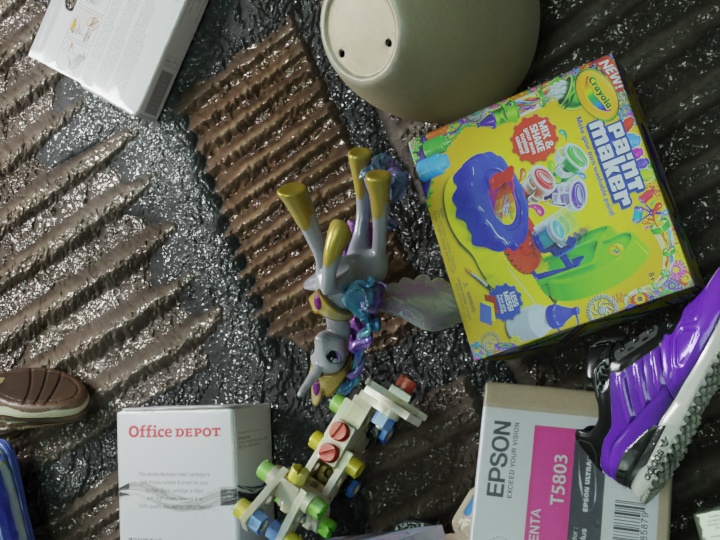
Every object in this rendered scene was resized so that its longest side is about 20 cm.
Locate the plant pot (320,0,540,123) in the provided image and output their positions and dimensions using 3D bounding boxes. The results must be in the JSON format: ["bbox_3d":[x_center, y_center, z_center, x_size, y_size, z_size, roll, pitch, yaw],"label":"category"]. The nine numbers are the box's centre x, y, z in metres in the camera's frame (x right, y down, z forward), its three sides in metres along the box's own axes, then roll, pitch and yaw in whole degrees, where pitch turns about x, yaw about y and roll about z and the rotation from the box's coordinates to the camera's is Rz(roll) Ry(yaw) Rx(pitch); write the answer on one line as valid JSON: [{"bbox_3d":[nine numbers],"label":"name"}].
[{"bbox_3d":[0.041,-0.223,0.915,0.199,0.134,0.203,17,117,38],"label":"plant pot"}]

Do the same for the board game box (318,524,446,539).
[{"bbox_3d":[-0.056,0.272,0.889,0.199,0.198,0.042,-26,76,53],"label":"board game box"}]

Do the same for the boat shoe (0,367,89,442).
[{"bbox_3d":[-0.398,0.159,1.178,0.200,0.075,0.076,4,123,18],"label":"boat shoe"}]

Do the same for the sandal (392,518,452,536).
[{"bbox_3d":[0.109,0.302,0.938,0.200,0.048,0.076,35,99,12],"label":"sandal"}]

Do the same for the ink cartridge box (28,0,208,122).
[{"bbox_3d":[-0.265,-0.295,1.152,0.175,0.045,0.202,29,98,23],"label":"ink cartridge box"}]

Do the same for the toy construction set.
[{"bbox_3d":[-0.023,0.168,0.949,0.200,0.131,0.092,-46,66,2],"label":"toy construction set"}]

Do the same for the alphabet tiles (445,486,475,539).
[{"bbox_3d":[0.158,0.278,0.879,0.199,0.015,0.197,29,79,24],"label":"alphabet tiles"}]

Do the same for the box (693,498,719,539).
[{"bbox_3d":[0.336,0.281,0.817,0.081,0.068,0.203,-16,80,23],"label":"box"}]

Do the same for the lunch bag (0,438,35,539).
[{"bbox_3d":[-0.440,0.301,1.157,0.160,0.082,0.202,-28,75,33],"label":"lunch bag"}]

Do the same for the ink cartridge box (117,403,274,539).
[{"bbox_3d":[-0.167,0.238,1.044,0.143,0.084,0.203,-4,85,24],"label":"ink cartridge box"}]

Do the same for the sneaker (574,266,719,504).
[{"bbox_3d":[0.225,0.071,0.784,0.099,0.069,0.202,32,106,31],"label":"sneaker"}]

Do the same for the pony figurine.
[{"bbox_3d":[0.000,0.000,0.913,0.165,0.193,0.202,16,122,30],"label":"pony figurine"}]

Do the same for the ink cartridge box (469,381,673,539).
[{"bbox_3d":[0.177,0.204,0.855,0.163,0.075,0.202,3,71,15],"label":"ink cartridge box"}]

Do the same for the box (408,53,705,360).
[{"bbox_3d":[0.172,-0.046,0.889,0.191,0.122,0.202,-22,78,21],"label":"box"}]
